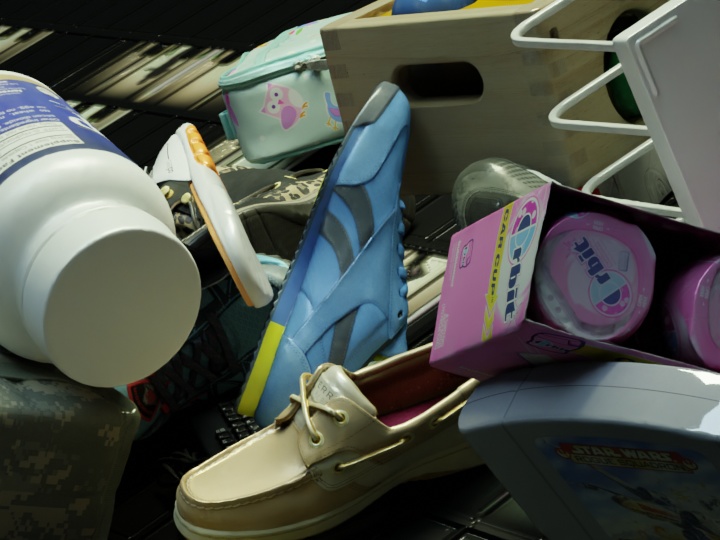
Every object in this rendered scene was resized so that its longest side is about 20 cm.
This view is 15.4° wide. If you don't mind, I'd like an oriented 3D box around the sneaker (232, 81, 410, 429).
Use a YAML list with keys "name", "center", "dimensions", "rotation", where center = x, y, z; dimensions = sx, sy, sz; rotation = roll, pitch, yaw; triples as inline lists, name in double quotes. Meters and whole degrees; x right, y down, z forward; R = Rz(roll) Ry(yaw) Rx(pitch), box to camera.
- name: "sneaker"
  center: [0.000, 0.000, 1.428]
  dimensions: [0.066, 0.078, 0.201]
  rotation: [104, -174, -82]

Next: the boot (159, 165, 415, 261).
- name: "boot"
  center: [-0.080, -0.020, 1.667]
  dimensions: [0.200, 0.073, 0.150]
  rotation: [-30, 22, -38]

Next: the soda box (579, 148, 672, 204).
- name: "soda box"
  center: [0.182, -0.102, 1.621]
  dimensions: [0.068, 0.064, 0.200]
  rotation: [-1, 31, 42]

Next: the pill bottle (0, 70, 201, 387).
- name: "pill bottle"
  center: [-0.167, -0.020, 1.422]
  dimensions: [0.119, 0.120, 0.200]
  rotation: [-30, 36, -16]

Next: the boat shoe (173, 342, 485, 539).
- name: "boat shoe"
  center: [-0.005, 0.077, 1.350]
  dimensions: [0.199, 0.069, 0.074]
  rotation: [-21, 34, -16]

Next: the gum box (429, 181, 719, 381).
- name: "gum box"
  center: [0.146, 0.028, 1.185]
  dimensions: [0.113, 0.199, 0.066]
  rotation: [151, 132, -67]

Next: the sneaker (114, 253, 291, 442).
- name: "sneaker"
  center: [-0.111, 0.063, 1.527]
  dimensions: [0.199, 0.079, 0.096]
  rotation: [-27, 19, 18]

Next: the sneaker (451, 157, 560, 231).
- name: "sneaker"
  center: [0.088, 0.008, 1.322]
  dimensions: [0.066, 0.090, 0.200]
  rotation: [-46, 50, 21]

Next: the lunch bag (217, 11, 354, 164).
- name: "lunch bag"
  center: [-0.014, -0.132, 1.805]
  dimensions: [0.160, 0.077, 0.200]
  rotation: [-13, 8, 9]

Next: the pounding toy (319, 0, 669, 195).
- name: "pounding toy"
  center: [0.113, -0.139, 1.472]
  dimensions: [0.199, 0.143, 0.184]
  rotation: [0, 21, 43]

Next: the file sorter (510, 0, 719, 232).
- name: "file sorter"
  center: [0.186, -0.062, 1.356]
  dimensions: [0.139, 0.201, 0.124]
  rotation: [-33, 20, -23]

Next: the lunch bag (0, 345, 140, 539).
- name: "lunch bag"
  center: [-0.238, 0.080, 1.440]
  dimensions: [0.163, 0.118, 0.200]
  rotation: [7, 15, -34]

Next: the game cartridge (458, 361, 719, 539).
- name: "game cartridge"
  center: [0.139, 0.093, 1.133]
  dimensions: [0.200, 0.133, 0.042]
  rotation: [1, 54, 46]

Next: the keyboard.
- name: "keyboard"
  center: [-0.056, 0.101, 1.429]
  dimensions: [0.104, 0.040, 0.200]
  rotation: [-26, 21, -8]

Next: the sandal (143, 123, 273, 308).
- name: "sandal"
  center: [-0.097, -0.024, 1.469]
  dimensions: [0.059, 0.079, 0.207]
  rotation: [-25, 18, -2]
